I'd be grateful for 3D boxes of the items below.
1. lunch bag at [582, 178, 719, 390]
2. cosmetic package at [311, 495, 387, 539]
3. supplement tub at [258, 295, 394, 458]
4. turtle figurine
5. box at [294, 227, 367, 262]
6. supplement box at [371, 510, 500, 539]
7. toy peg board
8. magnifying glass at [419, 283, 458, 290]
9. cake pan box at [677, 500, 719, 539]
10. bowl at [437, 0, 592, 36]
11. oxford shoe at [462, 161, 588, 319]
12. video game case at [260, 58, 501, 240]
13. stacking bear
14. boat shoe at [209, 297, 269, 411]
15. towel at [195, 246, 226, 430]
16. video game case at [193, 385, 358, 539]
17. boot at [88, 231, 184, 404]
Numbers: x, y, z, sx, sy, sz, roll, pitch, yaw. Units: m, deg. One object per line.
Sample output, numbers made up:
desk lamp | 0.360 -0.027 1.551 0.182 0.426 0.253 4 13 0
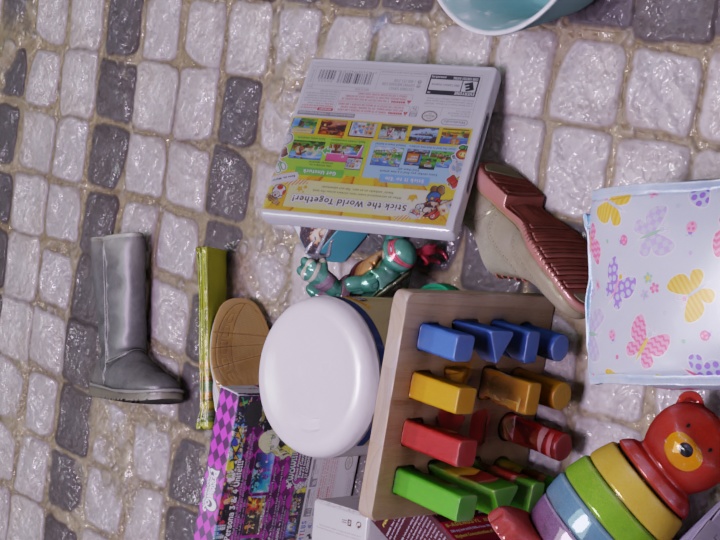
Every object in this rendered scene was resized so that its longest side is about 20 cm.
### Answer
lunch bag | 0.276 0.011 1.337 0.199 0.127 0.171 -3 83 36
cosmetic package | 0.010 0.327 1.623 0.084 0.107 0.202 9 94 46
supplement tub | 0.021 0.096 1.525 0.144 0.199 0.146 -2 87 44
turtle figurine | 0.000 0.000 1.638 0.101 0.149 0.200 56 136 10
box | 0.003 -0.102 1.687 0.200 0.049 0.083 -49 55 33
supplement box | 0.108 0.262 1.520 0.200 0.108 0.061 44 119 37
toy peg board | 0.115 0.126 1.451 0.097 0.199 0.201 17 100 44
magnifying glass | 0.072 0.113 1.630 0.079 0.022 0.202 7 92 46
cake pan box | 0.229 0.278 1.326 0.052 0.200 0.185 44 121 12
bowl | 0.161 -0.306 1.488 0.200 0.105 0.203 -3 86 46
oxford shoe | 0.156 -0.014 1.514 0.074 0.070 0.200 -62 38 29
video game case | 0.020 -0.119 1.579 0.198 0.023 0.183 6 64 23
stacking bear | 0.224 0.189 1.378 0.200 0.114 0.122 -41 72 7
boat shoe | -0.132 0.132 1.809 0.069 0.070 0.202 123 144 -66
towel | -0.165 0.075 1.840 0.018 0.086 0.202 -1 87 10
video game case | -0.080 0.214 1.669 0.036 0.180 0.202 20 104 45
boot | -0.267 0.056 1.965 0.181 0.072 0.202 3 84 45
